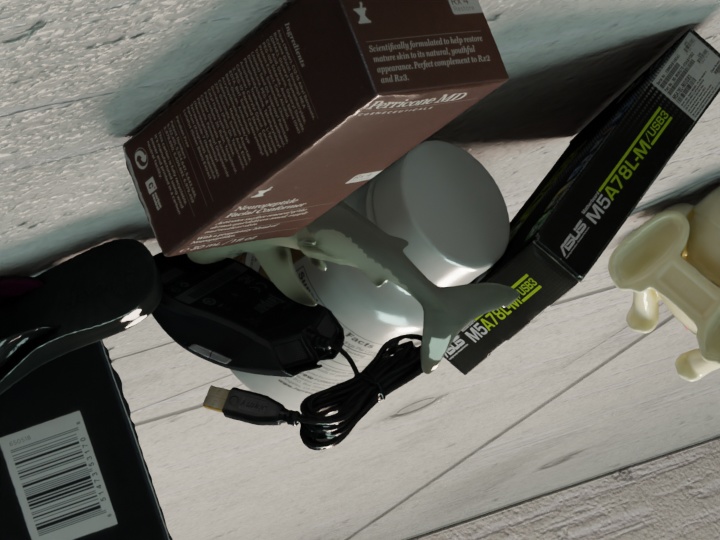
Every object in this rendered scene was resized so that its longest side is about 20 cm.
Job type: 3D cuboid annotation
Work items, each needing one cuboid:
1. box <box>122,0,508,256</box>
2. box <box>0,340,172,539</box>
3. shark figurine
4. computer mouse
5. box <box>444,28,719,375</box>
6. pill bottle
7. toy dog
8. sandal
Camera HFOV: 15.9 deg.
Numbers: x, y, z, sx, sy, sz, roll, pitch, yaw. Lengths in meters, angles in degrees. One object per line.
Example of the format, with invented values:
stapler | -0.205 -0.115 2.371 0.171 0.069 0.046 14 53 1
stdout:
box | -0.026 -0.083 1.360 0.100 0.075 0.200 -10 162 -42
box | -0.204 0.145 1.688 0.117 0.198 0.200 -18 175 -12
shark figurine | -0.015 -0.032 1.537 0.090 0.213 0.129 -56 152 -30
computer mouse | -0.069 0.056 1.565 0.140 0.199 0.046 -39 144 -52
box | 0.139 -0.042 1.666 0.200 0.047 0.193 -52 -175 -27
pill bottle | 0.000 0.000 1.660 0.114 0.115 0.200 -10 162 -44
toy dog | 0.307 -0.003 2.204 0.195 0.139 0.200 -58 165 -3
sandal | -0.218 0.031 1.565 0.200 0.076 0.048 -29 143 -3
